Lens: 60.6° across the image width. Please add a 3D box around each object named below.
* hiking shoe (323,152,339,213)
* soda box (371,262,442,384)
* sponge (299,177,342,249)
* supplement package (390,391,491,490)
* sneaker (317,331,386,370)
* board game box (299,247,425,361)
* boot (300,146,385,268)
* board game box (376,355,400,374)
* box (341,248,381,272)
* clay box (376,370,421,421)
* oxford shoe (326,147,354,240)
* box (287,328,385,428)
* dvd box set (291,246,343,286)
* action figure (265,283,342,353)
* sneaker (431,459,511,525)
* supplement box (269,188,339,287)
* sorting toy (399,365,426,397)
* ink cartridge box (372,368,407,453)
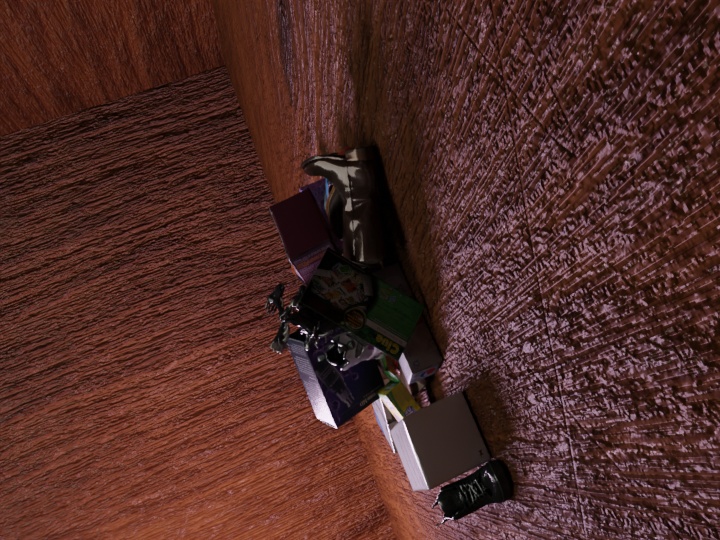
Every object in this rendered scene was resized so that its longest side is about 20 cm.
[{"bbox_3d":[-0.046,-0.140,1.278,0.204,0.072,0.089,80,-174,-45],"label":"hiking shoe"},{"bbox_3d":[0.078,0.094,1.122,0.069,0.062,0.205,92,157,-64],"label":"soda box"},{"bbox_3d":[-0.066,-0.114,1.385,0.030,0.109,0.204,-126,19,-47],"label":"sponge"},{"bbox_3d":[0.131,0.300,1.066,0.201,0.114,0.120,101,148,-70],"label":"supplement package"},{"bbox_3d":[-0.018,0.147,1.179,0.201,0.136,0.080,92,155,-73],"label":"sneaker"},{"bbox_3d":[0.004,0.058,1.051,0.196,0.107,0.023,31,173,-2],"label":"board game box"},{"bbox_3d":[-0.032,-0.103,1.089,0.183,0.063,0.208,0,99,48],"label":"boot"},{"bbox_3d":[0.015,0.148,1.346,0.198,0.030,0.098,35,148,42],"label":"board game box"},{"bbox_3d":[0.011,0.051,1.387,0.101,0.073,0.204,-122,18,-47],"label":"box"},{"bbox_3d":[0.100,0.297,1.259,0.201,0.047,0.115,51,168,2],"label":"clay box"},{"bbox_3d":[-0.023,-0.128,1.178,0.073,0.069,0.204,-117,22,-43],"label":"oxford shoe"},{"bbox_3d":[-0.051,0.203,1.319,0.103,0.146,0.205,1,117,59],"label":"box"},{"bbox_3d":[-0.101,-0.018,1.394,0.146,0.029,0.202,42,151,20],"label":"dvd box set"},{"bbox_3d":[-0.105,0.098,1.120,0.200,0.115,0.106,-139,57,-60],"label":"action figure"},{"bbox_3d":[0.172,0.363,0.991,0.201,0.101,0.061,92,156,-64],"label":"sneaker"},{"bbox_3d":[-0.092,-0.049,1.163,0.201,0.083,0.113,66,180,-68],"label":"supplement box"},{"bbox_3d":[0.091,0.158,1.270,0.201,0.035,0.190,88,161,-72],"label":"sorting toy"},{"bbox_3d":[0.073,0.301,1.472,0.147,0.083,0.206,-132,24,-66],"label":"ink cartridge box"}]
